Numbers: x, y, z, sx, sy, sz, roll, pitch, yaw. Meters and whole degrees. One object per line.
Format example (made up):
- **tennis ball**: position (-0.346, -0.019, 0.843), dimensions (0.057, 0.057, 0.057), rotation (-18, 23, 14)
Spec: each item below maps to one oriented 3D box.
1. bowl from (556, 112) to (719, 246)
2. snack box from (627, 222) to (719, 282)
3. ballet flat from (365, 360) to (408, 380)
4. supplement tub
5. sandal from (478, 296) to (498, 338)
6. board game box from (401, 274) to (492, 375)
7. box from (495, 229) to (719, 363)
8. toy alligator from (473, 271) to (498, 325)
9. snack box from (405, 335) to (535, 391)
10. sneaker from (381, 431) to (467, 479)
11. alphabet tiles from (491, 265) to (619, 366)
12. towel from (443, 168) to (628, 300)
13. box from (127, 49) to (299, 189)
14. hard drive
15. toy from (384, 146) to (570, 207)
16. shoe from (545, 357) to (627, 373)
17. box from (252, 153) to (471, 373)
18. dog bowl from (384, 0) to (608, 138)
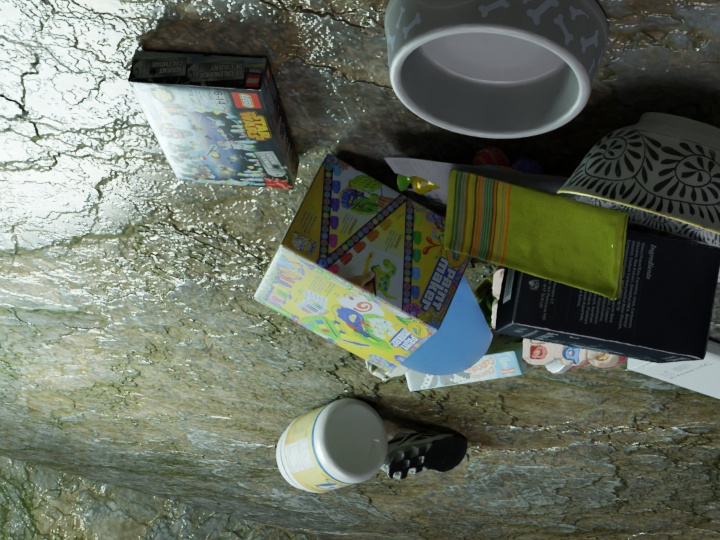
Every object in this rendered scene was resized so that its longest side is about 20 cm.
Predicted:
- **bowl**: position (0.289, -0.088, 1.114), dimensions (0.198, 0.096, 0.201), rotation (18, -178, -1)
- **snack box**: position (0.372, -0.027, 1.346), dimensions (0.197, 0.025, 0.072), rotation (20, 156, -23)
- **ballet flat**: position (0.041, 0.116, 1.706), dimensions (0.067, 0.069, 0.200), rotation (29, 164, -12)
- **supplement tub**: position (-0.055, 0.316, 2.152), dimensions (0.143, 0.147, 0.199), rotation (19, 155, -23)
- **sandal**: position (0.149, 0.071, 1.617), dimensions (0.198, 0.058, 0.080), rotation (-3, 154, 27)
- **board game box**: position (0.084, 0.035, 1.515), dimensions (0.156, 0.039, 0.202), rotation (-15, 111, 36)
- **box**: position (0.253, 0.024, 1.279), dimensions (0.196, 0.120, 0.197), rotation (10, 175, 2)
- **toy alligator**: position (0.159, 0.051, 1.514), dimensions (0.059, 0.054, 0.200), rotation (44, 134, 3)
- **snack box**: position (0.171, 0.123, 1.682), dimensions (0.198, 0.038, 0.115), rotation (-14, -174, 43)
- **sneaker**: position (0.106, 0.323, 2.202), dimensions (0.198, 0.075, 0.088), rotation (0, -160, -37)
- **alphabet tiles**: position (0.255, 0.035, 1.436), dimensions (0.196, 0.015, 0.198), rotation (0, 127, 6)
- **towel**: position (0.163, -0.036, 1.158), dimensions (0.198, 0.088, 0.018), rotation (19, -151, 37)
- **box**: position (-0.145, -0.150, 1.241), dimensions (0.134, 0.041, 0.201), rotation (4, 156, 9)
- **hard drive**: position (0.492, 0.139, 1.684), dimensions (0.197, 0.027, 0.132), rotation (18, 155, -19)
- **toy**: position (0.134, -0.097, 1.250), dimensions (0.197, 0.048, 0.115), rotation (6, 161, 21)
- **shoe**: position (0.319, 0.072, 1.553), dimensions (0.090, 0.072, 0.200), rotation (-3, 153, -27)
- **box**: position (0.000, 0.000, 1.362), dimensions (0.191, 0.123, 0.200), rotation (29, 158, -4)
- **dog bowl**: position (0.114, -0.182, 1.044), dimensions (0.196, 0.060, 0.201), rotation (8, 158, 3)
